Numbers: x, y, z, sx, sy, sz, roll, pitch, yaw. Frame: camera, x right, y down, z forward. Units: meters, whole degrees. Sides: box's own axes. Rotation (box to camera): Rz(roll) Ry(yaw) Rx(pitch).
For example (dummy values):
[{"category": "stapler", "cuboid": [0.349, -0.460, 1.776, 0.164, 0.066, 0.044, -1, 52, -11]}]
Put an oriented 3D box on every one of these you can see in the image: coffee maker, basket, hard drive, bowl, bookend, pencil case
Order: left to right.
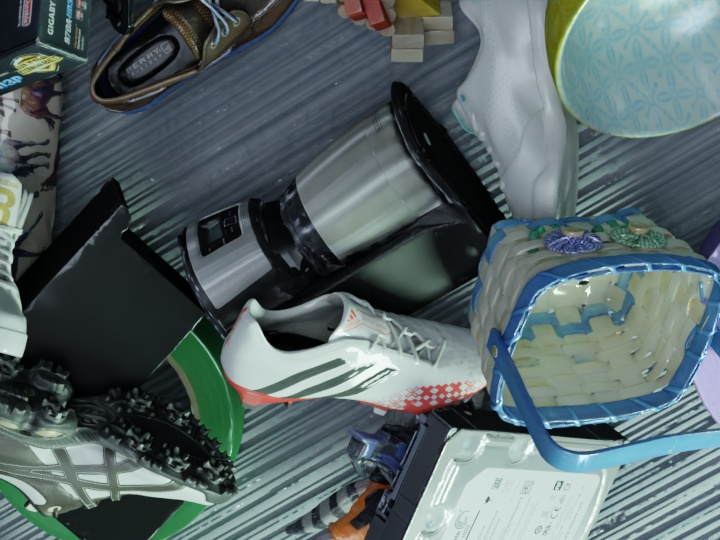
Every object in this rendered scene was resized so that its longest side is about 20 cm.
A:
[{"category": "pencil case", "cuboid": [-0.261, -0.078, 1.676, 0.077, 0.089, 0.202, 14, 105, 28]}, {"category": "bookend", "cuboid": [-0.169, 0.079, 1.644, 0.199, 0.092, 0.200, 42, 94, -17]}, {"category": "coffee maker", "cuboid": [0.000, 0.000, 1.631, 0.199, 0.135, 0.193, -33, 97, 15]}, {"category": "hard drive", "cuboid": [0.095, 0.168, 1.632, 0.038, 0.199, 0.141, 37, 109, 42]}, {"category": "basket", "cuboid": [0.163, 0.052, 1.526, 0.175, 0.201, 0.140, -6, 134, -25]}, {"category": "bowl", "cuboid": [0.204, -0.196, 1.557, 0.199, 0.200, 0.108, -35, 52, 14]}]

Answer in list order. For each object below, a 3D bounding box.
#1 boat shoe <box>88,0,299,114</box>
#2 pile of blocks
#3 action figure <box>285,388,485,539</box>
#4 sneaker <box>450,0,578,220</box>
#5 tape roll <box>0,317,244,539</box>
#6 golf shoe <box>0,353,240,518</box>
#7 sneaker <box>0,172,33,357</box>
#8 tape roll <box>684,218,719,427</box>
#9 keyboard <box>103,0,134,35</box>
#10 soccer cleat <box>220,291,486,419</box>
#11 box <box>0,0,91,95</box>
[{"category": "boat shoe", "cuboid": [-0.111, -0.176, 1.640, 0.200, 0.072, 0.072, -41, 93, 14]}, {"category": "pile of blocks", "cuboid": [-0.006, -0.210, 1.581, 0.199, 0.062, 0.082, 29, 122, -23]}, {"category": "action figure", "cuboid": [0.019, 0.141, 1.663, 0.194, 0.200, 0.105, -53, 50, 8]}, {"category": "sneaker", "cuboid": [0.106, -0.100, 1.630, 0.088, 0.075, 0.202, -2, 93, 15]}, {"category": "tape roll", "cuboid": [-0.188, 0.107, 1.727, 0.199, 0.048, 0.202, 2, 103, 7]}, {"category": "golf shoe", "cuboid": [-0.182, 0.128, 1.576, 0.199, 0.078, 0.095, 22, 119, -16]}, {"category": "sneaker", "cuboid": [-0.259, -0.011, 1.553, 0.073, 0.200, 0.116, 19, 92, -26]}, {"category": "tape roll", "cuboid": [0.326, 0.036, 1.614, 0.198, 0.085, 0.202, 2, 102, 9]}, {"category": "keyboard", "cuboid": [-0.179, -0.271, 1.612, 0.039, 0.104, 0.202, 0, 104, -12]}, {"category": "soccer cleat", "cuboid": [0.005, 0.052, 1.563, 0.198, 0.069, 0.086, 1, 136, -13]}, {"category": "box", "cuboid": [-0.248, -0.220, 1.585, 0.158, 0.046, 0.202, -14, 67, 41]}]
